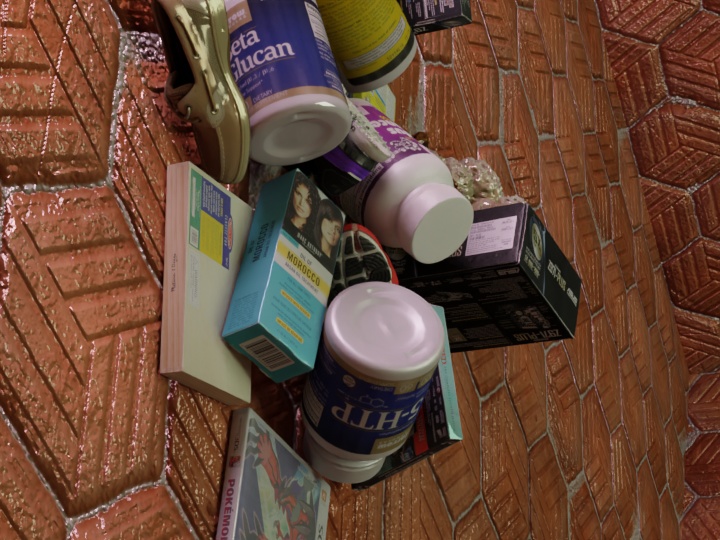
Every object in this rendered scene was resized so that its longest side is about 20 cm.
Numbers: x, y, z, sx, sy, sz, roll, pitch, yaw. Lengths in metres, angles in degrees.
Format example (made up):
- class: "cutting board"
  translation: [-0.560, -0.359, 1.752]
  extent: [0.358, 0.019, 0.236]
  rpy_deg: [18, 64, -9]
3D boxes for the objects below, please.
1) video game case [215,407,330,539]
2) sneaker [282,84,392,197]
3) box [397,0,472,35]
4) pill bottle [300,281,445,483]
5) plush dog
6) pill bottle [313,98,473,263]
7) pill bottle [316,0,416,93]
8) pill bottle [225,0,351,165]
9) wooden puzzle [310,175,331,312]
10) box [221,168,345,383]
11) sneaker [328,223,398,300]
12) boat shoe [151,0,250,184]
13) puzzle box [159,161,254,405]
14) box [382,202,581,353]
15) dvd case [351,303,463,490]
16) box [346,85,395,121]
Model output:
- class: "video game case"
  translation: [-0.083, 0.258, 1.335]
  extent: [0.200, 0.023, 0.183]
  rpy_deg: [53, 35, -51]
- class: "sneaker"
  translation: [-0.055, -0.152, 1.423]
  extent: [0.069, 0.100, 0.200]
  rpy_deg: [28, 21, -48]
- class: "box"
  translation: [0.049, -0.396, 1.721]
  extent: [0.043, 0.159, 0.201]
  rpy_deg: [7, 75, -68]
- class: "pill bottle"
  translation: [0.004, 0.120, 1.375]
  extent: [0.120, 0.119, 0.200]
  rpy_deg: [-74, -179, -46]
- class: "plush dog"
  translation: [0.099, -0.084, 1.691]
  extent: [0.172, 0.160, 0.200]
  rpy_deg: [48, 5, -28]
- class: "pill bottle"
  translation: [0.030, -0.095, 1.481]
  extent: [0.200, 0.112, 0.112]
  rpy_deg: [43, -5, 38]
- class: "pill bottle"
  translation: [-0.023, -0.310, 1.560]
  extent: [0.200, 0.114, 0.115]
  rpy_deg: [57, 32, -39]
- class: "pill bottle"
  translation: [-0.085, -0.215, 1.352]
  extent: [0.111, 0.111, 0.201]
  rpy_deg: [36, 34, -62]
- class: "wooden puzzle"
  translation: [-0.049, 0.014, 1.487]
  extent: [0.186, 0.046, 0.201]
  rpy_deg: [61, 25, -43]
- class: "box"
  translation: [-0.071, 0.003, 1.324]
  extent: [0.082, 0.049, 0.201]
  rpy_deg: [43, 40, -33]
- class: "sneaker"
  translation: [0.000, 0.000, 1.474]
  extent: [0.200, 0.077, 0.085]
  rpy_deg: [69, 12, -58]
- class: "boat shoe"
  translation: [-0.153, -0.168, 1.269]
  extent: [0.064, 0.071, 0.201]
  rpy_deg: [-26, 120, -31]
- class: "puzzle box"
  translation: [-0.140, 0.014, 1.274]
  extent: [0.133, 0.025, 0.201]
  rpy_deg: [38, 48, -60]
- class: "box"
  translation: [0.134, 0.014, 1.599]
  extent: [0.164, 0.199, 0.086]
  rpy_deg: [48, 43, -42]
- class: "dvd case"
  translation: [0.038, 0.140, 1.464]
  extent: [0.022, 0.200, 0.147]
  rpy_deg: [7, 63, -31]
- class: "box"
  translation: [0.002, -0.154, 1.669]
  extent: [0.117, 0.048, 0.201]
  rpy_deg: [51, 35, -54]
